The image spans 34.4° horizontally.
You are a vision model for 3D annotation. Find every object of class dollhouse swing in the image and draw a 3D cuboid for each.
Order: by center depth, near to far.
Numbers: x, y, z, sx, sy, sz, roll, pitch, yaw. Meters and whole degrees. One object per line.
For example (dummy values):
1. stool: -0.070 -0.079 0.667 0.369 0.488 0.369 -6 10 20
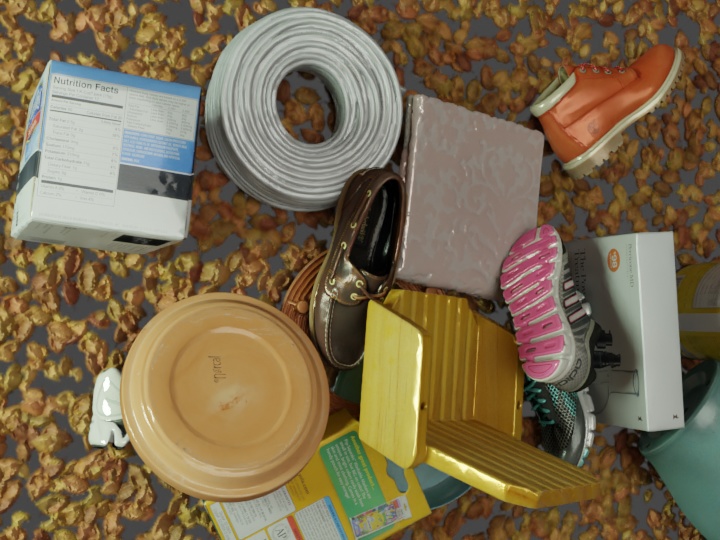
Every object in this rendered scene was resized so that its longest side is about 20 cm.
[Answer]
1. dollhouse swing: 0.126 0.117 1.101 0.199 0.174 0.185 9 84 -53

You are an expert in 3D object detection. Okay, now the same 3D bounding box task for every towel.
1. towel: 0.113 -0.071 1.221 0.198 0.032 0.194 11 82 -39

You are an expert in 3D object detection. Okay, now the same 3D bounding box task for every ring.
1. ring: 0.010 0.070 1.182 0.198 0.019 0.204 1 88 -22

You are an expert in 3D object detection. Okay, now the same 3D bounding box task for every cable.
1. cable: -0.054 -0.160 1.166 0.199 0.069 0.201 37 76 -17

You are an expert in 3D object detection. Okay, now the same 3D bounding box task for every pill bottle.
1. pill bottle: 0.423 0.045 1.278 0.110 0.200 0.114 1 88 -21

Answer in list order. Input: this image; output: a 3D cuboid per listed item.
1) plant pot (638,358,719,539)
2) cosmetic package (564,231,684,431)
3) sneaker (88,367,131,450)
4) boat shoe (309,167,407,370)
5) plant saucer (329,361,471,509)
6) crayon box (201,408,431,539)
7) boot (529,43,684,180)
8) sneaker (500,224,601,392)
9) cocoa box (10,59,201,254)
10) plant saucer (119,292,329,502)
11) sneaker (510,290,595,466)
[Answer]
1. plant pot: 0.418 0.207 1.286 0.187 0.200 0.201 39 75 0
2. cosmetic package: 0.280 0.064 1.247 0.051 0.150 0.203 -3 88 -21
3. sneaker: -0.160 0.127 1.116 0.197 0.075 0.082 1 79 -22
4. boat shoe: 0.000 0.000 1.126 0.070 0.070 0.203 7 94 -28
5. plant saucer: 0.056 0.149 1.221 0.197 0.027 0.203 1 88 -22
6. crayon box: -0.044 0.225 1.141 0.198 0.052 0.127 -26 107 -10
7. boot: 0.277 -0.206 1.301 0.200 0.075 0.107 -43 98 -17
8. sneaker: 0.200 0.044 1.197 0.087 0.073 0.202 38 35 -35
9. cocoa box: -0.227 -0.092 1.024 0.132 0.200 0.133 7 85 -20
10. plant saucer: -0.123 0.113 1.084 0.197 0.032 0.203 8 62 -15
11. sneaker: 0.198 0.120 1.254 0.090 0.077 0.203 3 79 -24
